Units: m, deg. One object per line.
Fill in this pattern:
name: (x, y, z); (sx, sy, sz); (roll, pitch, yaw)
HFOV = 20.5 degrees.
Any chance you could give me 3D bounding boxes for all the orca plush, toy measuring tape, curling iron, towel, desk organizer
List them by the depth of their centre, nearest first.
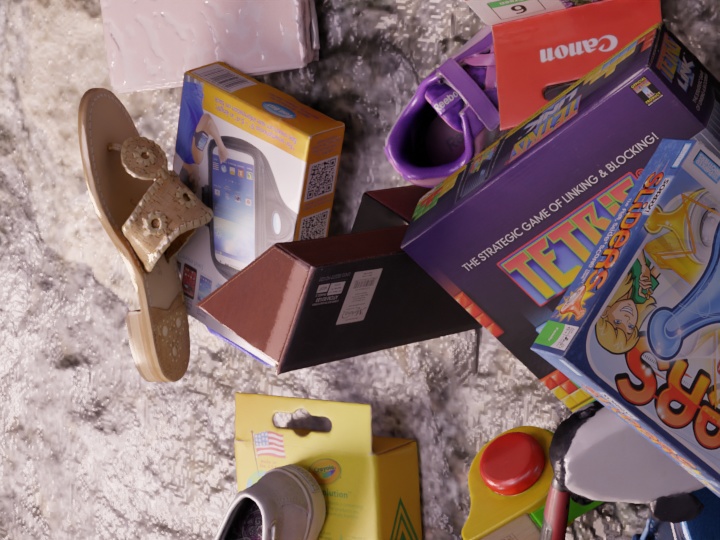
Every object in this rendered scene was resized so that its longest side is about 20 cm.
orca plush: (0.190, 0.069, 1.119); (0.106, 0.199, 0.071); (66, 171, -31)
desk organizer: (0.000, 0.000, 1.219); (0.077, 0.200, 0.072); (34, 117, 31)
curling iron: (0.125, 0.183, 1.223); (0.026, 0.049, 0.201); (-117, 27, -47)
toy measuring tape: (0.071, 0.152, 1.244); (0.199, 0.074, 0.074); (-31, 76, 7)
towel: (-0.113, -0.230, 1.378); (0.190, 0.032, 0.201); (-2, 96, 37)

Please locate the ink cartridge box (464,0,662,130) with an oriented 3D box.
ink cartridge box: (0.112, -0.190, 1.144); (0.108, 0.050, 0.201); (-11, 73, 20)

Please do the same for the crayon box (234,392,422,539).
crayon box: (-0.020, 0.181, 1.357); (0.126, 0.051, 0.201); (3, 100, 38)

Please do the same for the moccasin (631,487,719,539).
moccasin: (0.192, 0.178, 1.173); (0.068, 0.080, 0.201); (-17, 86, 43)

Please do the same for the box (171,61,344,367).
box: (-0.079, -0.028, 1.362); (0.119, 0.041, 0.201); (28, 121, 32)

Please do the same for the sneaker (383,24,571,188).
sneaker: (0.085, -0.116, 1.205); (0.200, 0.088, 0.081); (-49, 65, 29)

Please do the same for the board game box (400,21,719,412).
board game box: (0.150, -0.021, 1.140); (0.165, 0.057, 0.200); (42, 128, -16)

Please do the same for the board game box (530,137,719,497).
board game box: (0.201, 0.043, 1.052); (0.136, 0.200, 0.034); (-57, 23, -9)

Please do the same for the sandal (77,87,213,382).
sandal: (-0.128, -0.025, 1.346); (0.069, 0.078, 0.213); (-2, 111, 23)

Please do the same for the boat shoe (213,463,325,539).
boat shoe: (-0.085, 0.222, 1.338); (0.072, 0.068, 0.201); (43, 121, 25)
